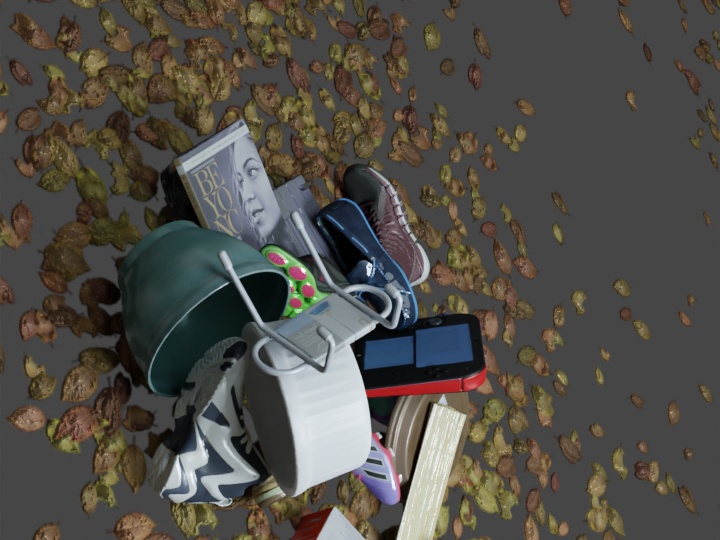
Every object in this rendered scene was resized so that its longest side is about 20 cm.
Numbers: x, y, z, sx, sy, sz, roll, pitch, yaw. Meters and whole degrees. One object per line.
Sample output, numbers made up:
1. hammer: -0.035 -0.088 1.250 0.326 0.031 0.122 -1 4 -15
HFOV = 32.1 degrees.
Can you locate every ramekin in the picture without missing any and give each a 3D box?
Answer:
1. ramekin: -0.062 0.147 1.425 0.097 0.200 0.203 -14 79 -18

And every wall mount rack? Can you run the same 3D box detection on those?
1. wall mount rack: -0.056 0.026 1.363 0.173 0.075 0.199 33 43 27

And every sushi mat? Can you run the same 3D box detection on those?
1. sushi mat: 0.094 0.279 1.665 0.095 0.012 0.202 23 82 -54

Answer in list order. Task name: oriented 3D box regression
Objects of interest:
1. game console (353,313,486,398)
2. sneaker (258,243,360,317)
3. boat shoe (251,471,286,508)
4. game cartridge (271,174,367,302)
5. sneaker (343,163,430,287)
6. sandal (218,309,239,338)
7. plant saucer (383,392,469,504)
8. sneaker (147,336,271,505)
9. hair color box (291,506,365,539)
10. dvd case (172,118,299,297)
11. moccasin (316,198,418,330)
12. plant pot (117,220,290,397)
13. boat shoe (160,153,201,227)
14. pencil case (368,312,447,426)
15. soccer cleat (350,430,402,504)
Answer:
1. game console: 0.076 0.110 1.654 0.200 0.175 0.031 -84 170 -69
2. sneaker: -0.074 0.016 1.613 0.200 0.076 0.084 37 24 -47
3. boat shoe: -0.083 0.223 1.550 0.077 0.071 0.200 63 29 -3
4. game cartridge: -0.077 -0.020 1.704 0.129 0.038 0.201 -33 96 -45
5. sneaker: 0.019 -0.049 1.790 0.201 0.075 0.115 57 44 -9
6. sandal: -0.092 0.091 1.592 0.199 0.087 0.080 25 55 -34
7. plant saucer: 0.095 0.220 1.689 0.199 0.029 0.202 -25 120 -52
8. sneaker: -0.146 0.183 1.435 0.129 0.079 0.201 25 86 -34
9. hair color box: -0.055 0.397 1.493 0.111 0.064 0.201 50 41 -17
10. dvd case: -0.152 -0.075 1.578 0.149 0.016 0.202 -42 114 -53
11. moccasin: 0.000 0.000 1.707 0.068 0.080 0.201 -24 75 -46
12. plant pot: -0.198 0.028 1.452 0.199 0.201 0.134 -14 54 -49
13. boat shoe: -0.194 -0.051 1.577 0.075 0.062 0.202 -43 114 -54
14. pencil case: 0.081 0.139 1.744 0.200 0.092 0.086 -36 97 -48
15. soccer cleat: -0.019 0.207 1.548 0.076 0.067 0.202 -26 88 -23
